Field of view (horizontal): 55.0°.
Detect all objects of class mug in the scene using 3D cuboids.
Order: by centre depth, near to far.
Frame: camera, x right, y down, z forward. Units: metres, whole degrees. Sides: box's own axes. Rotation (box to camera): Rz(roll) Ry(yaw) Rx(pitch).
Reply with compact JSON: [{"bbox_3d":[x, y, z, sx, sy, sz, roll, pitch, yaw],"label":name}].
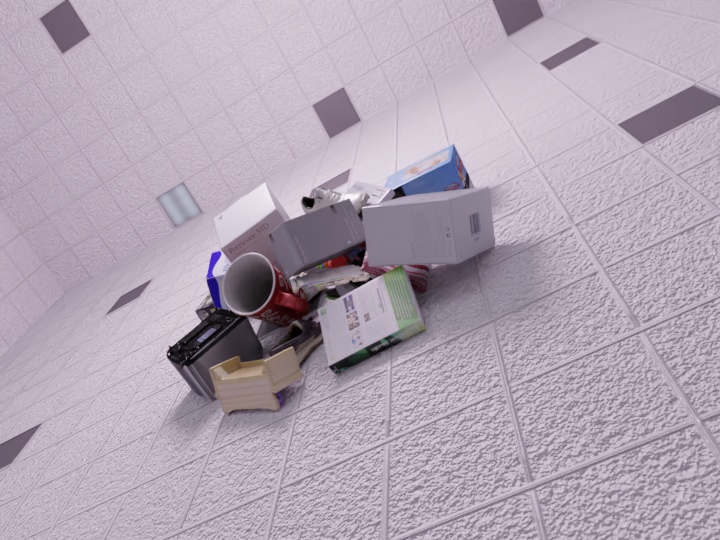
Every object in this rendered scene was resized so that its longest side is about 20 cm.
[{"bbox_3d":[-0.195,0.071,1.552,0.133,0.178,0.200,-43,-25,3],"label":"mug"}]

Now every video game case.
[{"bbox_3d":[-0.021,-0.137,1.689,0.183,0.022,0.199,-50,28,-8],"label":"video game case"}]

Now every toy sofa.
[{"bbox_3d":[-0.207,0.221,1.382,0.197,0.100,0.082,-15,5,42],"label":"toy sofa"}]

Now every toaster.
[{"bbox_3d":[-0.338,0.189,1.581,0.199,0.120,0.179,-41,21,-26],"label":"toaster"}]

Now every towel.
[{"bbox_3d":[0.081,-0.029,1.477,0.201,0.141,0.023,-73,3,-62],"label":"towel"}]

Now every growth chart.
[{"bbox_3d":[-0.057,0.014,1.455,0.194,0.018,0.145,-8,15,-3],"label":"growth chart"}]

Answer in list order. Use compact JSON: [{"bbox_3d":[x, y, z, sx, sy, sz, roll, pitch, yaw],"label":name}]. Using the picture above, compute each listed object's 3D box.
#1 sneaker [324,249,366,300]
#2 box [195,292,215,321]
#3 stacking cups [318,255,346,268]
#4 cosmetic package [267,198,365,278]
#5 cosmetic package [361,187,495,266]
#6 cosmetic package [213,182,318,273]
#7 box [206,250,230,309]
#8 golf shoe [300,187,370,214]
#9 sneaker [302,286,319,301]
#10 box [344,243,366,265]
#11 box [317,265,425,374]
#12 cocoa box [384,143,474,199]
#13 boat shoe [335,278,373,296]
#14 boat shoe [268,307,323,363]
[{"bbox_3d":[0.000,0.000,1.573,0.197,0.085,0.077,-30,19,3],"label":"sneaker"},{"bbox_3d":[-0.387,0.060,2.067,0.158,0.050,0.201,-20,23,24],"label":"box"},{"bbox_3d":[-0.070,-0.012,1.678,0.060,0.061,0.200,-33,6,-7],"label":"stacking cups"},{"bbox_3d":[-0.091,-0.071,1.497,0.198,0.109,0.090,-26,-3,-42],"label":"cosmetic package"},{"bbox_3d":[0.138,-0.088,1.375,0.196,0.126,0.198,-4,10,33],"label":"cosmetic package"},{"bbox_3d":[-0.234,-0.066,1.698,0.166,0.201,0.167,-34,34,2],"label":"cosmetic package"},{"bbox_3d":[-0.316,0.006,1.919,0.195,0.107,0.185,-16,25,0],"label":"box"},{"bbox_3d":[-0.068,-0.159,1.655,0.197,0.097,0.079,-17,36,41],"label":"golf shoe"},{"bbox_3d":[-0.176,0.045,1.750,0.198,0.079,0.100,-8,33,51],"label":"sneaker"},{"bbox_3d":[0.024,-0.074,1.688,0.198,0.101,0.096,-6,33,52],"label":"box"},{"bbox_3d":[0.017,0.093,1.321,0.197,0.036,0.146,-28,45,13],"label":"box"},{"bbox_3d":[0.170,-0.197,1.716,0.197,0.133,0.134,-24,21,21],"label":"cocoa box"},{"bbox_3d":[0.017,0.048,1.452,0.067,0.073,0.199,-39,24,-20],"label":"boat shoe"},{"bbox_3d":[-0.124,0.135,1.466,0.071,0.066,0.200,-14,26,44],"label":"boat shoe"}]
